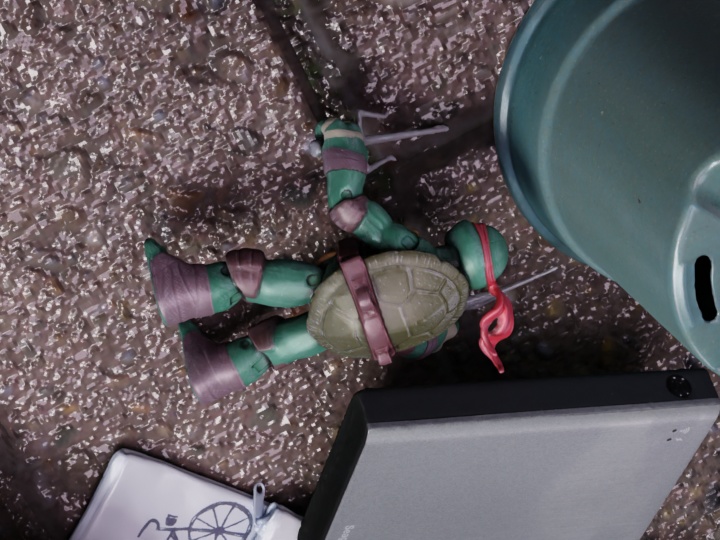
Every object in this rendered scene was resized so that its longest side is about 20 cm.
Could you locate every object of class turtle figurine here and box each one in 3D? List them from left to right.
[{"bbox_3d":[0.000,0.000,1.004,0.198,0.101,0.151,-16,118,0],"label":"turtle figurine"}]

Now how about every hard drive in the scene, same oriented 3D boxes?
[{"bbox_3d":[0.075,0.107,1.064,0.198,0.033,0.140,-2,142,-20],"label":"hard drive"}]

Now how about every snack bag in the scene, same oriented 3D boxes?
[{"bbox_3d":[-0.090,0.202,1.114,0.199,0.021,0.189,25,107,-23],"label":"snack bag"}]

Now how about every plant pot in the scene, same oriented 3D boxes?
[{"bbox_3d":[0.185,-0.049,0.967,0.198,0.196,0.202,-5,115,-11],"label":"plant pot"}]
